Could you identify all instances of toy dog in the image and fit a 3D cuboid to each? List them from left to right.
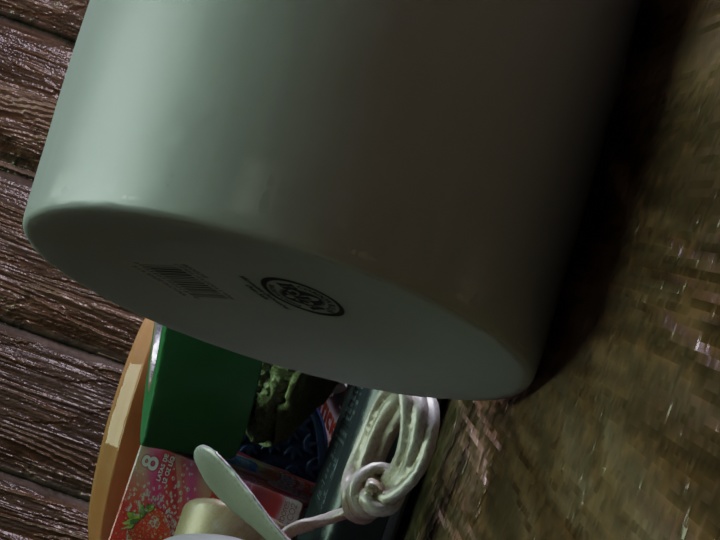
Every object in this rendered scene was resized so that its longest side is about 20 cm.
[{"bbox_3d":[-0.056,0.117,0.586,0.200,0.095,0.133,-52,26,45],"label":"toy dog"}]

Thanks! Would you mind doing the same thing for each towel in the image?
[{"bbox_3d":[0.000,0.000,0.797,0.148,0.036,0.201,-44,-14,-30],"label":"towel"}]

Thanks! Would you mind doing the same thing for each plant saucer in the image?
[{"bbox_3d":[-0.133,0.097,1.011,0.200,0.032,0.203,16,-90,-88],"label":"plant saucer"}]

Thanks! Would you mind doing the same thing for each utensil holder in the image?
[{"bbox_3d":[0.003,-0.080,0.487,0.170,0.168,0.202,119,167,-74],"label":"utensil holder"}]

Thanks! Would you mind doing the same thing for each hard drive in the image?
[{"bbox_3d":[-0.004,0.106,0.707,0.140,0.033,0.202,149,140,-86],"label":"hard drive"}]

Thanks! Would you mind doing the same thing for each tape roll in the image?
[{"bbox_3d":[-0.070,-0.011,0.783,0.200,0.048,0.203,-171,90,-81],"label":"tape roll"}]

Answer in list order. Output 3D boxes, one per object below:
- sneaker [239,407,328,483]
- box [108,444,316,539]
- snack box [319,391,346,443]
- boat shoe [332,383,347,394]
[{"bbox_3d":[-0.059,0.155,0.936,0.078,0.069,0.202,-85,6,-76],"label":"sneaker"},{"bbox_3d":[-0.086,0.197,0.825,0.103,0.094,0.202,21,-92,-72],"label":"box"},{"bbox_3d":[-0.039,0.056,1.061,0.201,0.024,0.073,70,-149,-58],"label":"snack box"},{"bbox_3d":[-0.005,0.023,0.991,0.200,0.068,0.072,-61,-32,-55],"label":"boat shoe"}]
